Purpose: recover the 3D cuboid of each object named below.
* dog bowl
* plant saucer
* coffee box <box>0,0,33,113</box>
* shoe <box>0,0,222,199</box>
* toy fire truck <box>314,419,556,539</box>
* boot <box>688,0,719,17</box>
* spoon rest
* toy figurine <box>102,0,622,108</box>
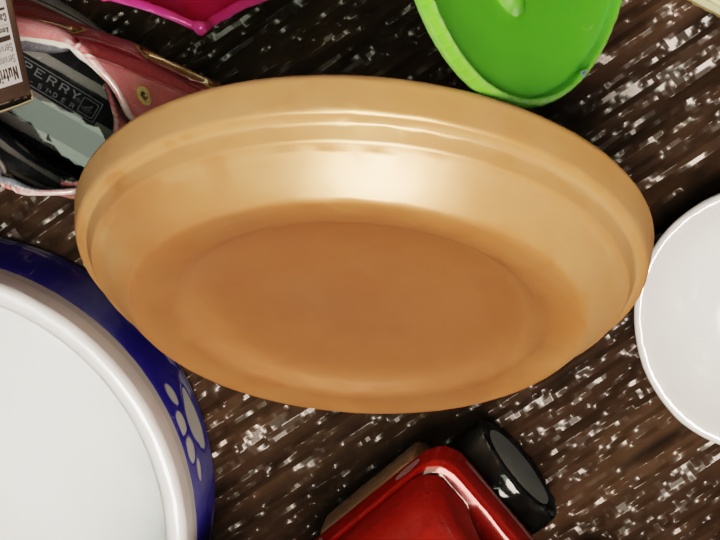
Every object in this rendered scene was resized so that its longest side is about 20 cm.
[{"bbox_3d":[-0.156,0.089,1.059,0.199,0.079,0.201,1,101,7],"label":"dog bowl"},{"bbox_3d":[0.000,0.000,0.973,0.200,0.200,0.038,1,63,7],"label":"plant saucer"},{"bbox_3d":[-0.190,-0.139,0.927,0.113,0.080,0.201,-2,104,36],"label":"coffee box"},{"bbox_3d":[-0.069,-0.037,1.016,0.200,0.091,0.072,28,103,0],"label":"shoe"},{"bbox_3d":[0.040,0.170,0.991,0.129,0.200,0.176,-39,95,12],"label":"toy fire truck"},{"bbox_3d":[0.176,-0.120,0.920,0.154,0.072,0.200,-13,135,43],"label":"boot"},{"bbox_3d":[0.196,0.006,1.011,0.199,0.061,0.100,-13,100,8],"label":"spoon rest"},{"bbox_3d":[-0.031,-0.145,0.952,0.184,0.150,0.200,1,141,33],"label":"toy figurine"}]
